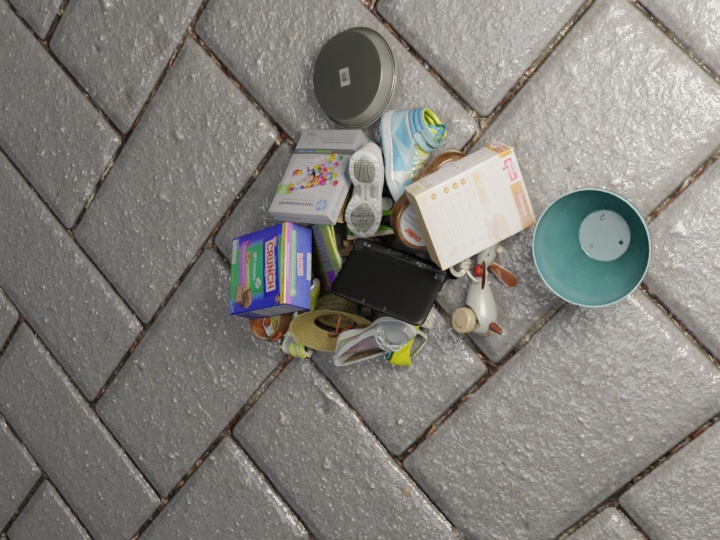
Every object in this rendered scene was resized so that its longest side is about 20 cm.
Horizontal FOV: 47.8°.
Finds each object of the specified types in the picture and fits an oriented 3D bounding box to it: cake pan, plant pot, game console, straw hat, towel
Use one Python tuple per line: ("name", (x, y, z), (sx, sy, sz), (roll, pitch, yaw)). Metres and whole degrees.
("cake pan", (-0.019, -0.385, 1.618), (0.198, 0.036, 0.204), (2, 94, 36))
("plant pot", (0.416, -0.050, 1.424), (0.197, 0.134, 0.204), (7, 105, 27))
("game console", (0.070, 0.022, 1.589), (0.197, 0.176, 0.118), (21, 94, 19))
("straw hat", (-0.049, 0.097, 1.730), (0.198, 0.201, 0.086), (-15, 53, 30))
("towel", (-0.072, -0.033, 1.693), (0.200, 0.022, 0.146), (161, 90, -72))

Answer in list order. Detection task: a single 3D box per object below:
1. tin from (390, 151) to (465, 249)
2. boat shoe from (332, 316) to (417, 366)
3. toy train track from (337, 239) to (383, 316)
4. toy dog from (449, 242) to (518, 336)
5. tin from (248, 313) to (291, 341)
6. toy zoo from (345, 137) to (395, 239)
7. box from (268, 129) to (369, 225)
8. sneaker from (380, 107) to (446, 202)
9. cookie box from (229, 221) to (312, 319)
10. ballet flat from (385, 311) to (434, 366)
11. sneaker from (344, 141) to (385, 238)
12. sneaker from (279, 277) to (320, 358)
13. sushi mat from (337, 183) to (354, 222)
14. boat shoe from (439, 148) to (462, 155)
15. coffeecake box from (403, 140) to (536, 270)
("tin", (0.142, -0.130, 1.527), (0.112, 0.042, 0.201), (38, 97, -20))
("boat shoe", (0.027, 0.147, 1.643), (0.200, 0.065, 0.075), (-16, 128, 35))
("toy train track", (0.000, 0.000, 1.722), (0.113, 0.032, 0.204), (-4, 101, 29))
("toy dog", (0.246, 0.044, 1.556), (0.096, 0.131, 0.203), (19, 121, 47))
("tin", (-0.208, 0.062, 1.803), (0.112, 0.041, 0.203), (-42, 53, 37))
("toy zoo", (0.022, -0.171, 1.664), (0.129, 0.020, 0.204), (-7, 89, 28))
("box", (-0.085, -0.191, 1.642), (0.154, 0.041, 0.203), (7, 67, 36))
("sneaker", (0.114, -0.220, 1.577), (0.129, 0.079, 0.204), (-6, 99, 36))
("cookie box", (-0.191, 0.004, 1.716), (0.198, 0.074, 0.174), (-13, 72, 45))
("ballet flat", (0.114, 0.115, 1.677), (0.066, 0.067, 0.202), (22, 116, 0))
("sneaker", (0.020, -0.161, 1.614), (0.077, 0.100, 0.203), (15, 125, 11))
("sneaker", (-0.116, 0.105, 1.796), (0.075, 0.076, 0.202), (24, 121, 8))
("sushi mat", (-0.097, -0.151, 1.703), (0.198, 0.012, 0.097), (9, 74, 39))
("boat shoe", (0.155, -0.136, 1.587), (0.072, 0.063, 0.204), (23, 111, 22))
("coffeecake box", (0.201, -0.119, 1.478), (0.198, 0.073, 0.155), (-26, 114, -5))
